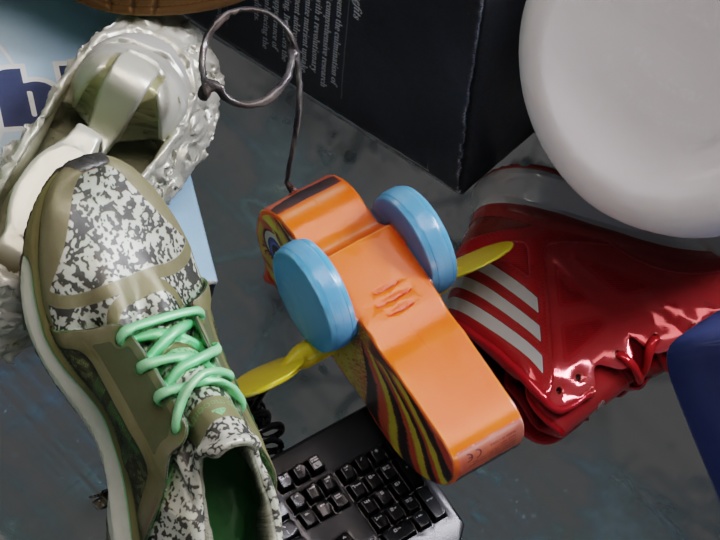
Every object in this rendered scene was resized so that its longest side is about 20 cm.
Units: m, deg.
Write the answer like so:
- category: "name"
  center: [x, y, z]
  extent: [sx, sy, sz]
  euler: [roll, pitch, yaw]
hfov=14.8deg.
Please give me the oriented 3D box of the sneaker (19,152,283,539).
- category: "sneaker"
  center: [-0.063, 0.049, 1.036]
  extent: [0.077, 0.088, 0.201]
  euler: [-21, 96, -32]

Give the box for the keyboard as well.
- category: "keyboard"
  center: [-0.056, 0.107, 1.096]
  extent: [0.199, 0.040, 0.104]
  euler: [-28, 69, -30]

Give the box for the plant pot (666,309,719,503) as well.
- category: "plant pot"
  center: [0.270, 0.070, 1.084]
  extent: [0.199, 0.180, 0.201]
  euler: [-26, 95, -27]

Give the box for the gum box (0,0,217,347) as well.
- category: "gum box"
  center: [-0.165, -0.061, 1.176]
  extent: [0.169, 0.045, 0.201]
  euler: [-5, 59, -19]

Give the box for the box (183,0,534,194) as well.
- category: "box"
  center: [0.035, -0.170, 1.236]
  extent: [0.196, 0.124, 0.200]
  euler: [34, 53, 22]

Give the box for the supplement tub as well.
- category: "supplement tub"
  center: [0.165, -0.092, 1.153]
  extent: [0.145, 0.145, 0.200]
  euler: [45, 23, 16]

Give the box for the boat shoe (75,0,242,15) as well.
- category: "boat shoe"
  center: [-0.131, -0.155, 1.175]
  extent: [0.199, 0.073, 0.072]
  euler: [5, 22, 5]

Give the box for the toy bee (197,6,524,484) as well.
- category: "toy bee"
  center: [0.000, 0.000, 1.145]
  extent: [0.130, 0.109, 0.201]
  euler: [-7, 74, -13]

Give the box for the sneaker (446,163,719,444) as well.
- category: "sneaker"
  center: [0.129, 0.038, 1.185]
  extent: [0.199, 0.079, 0.116]
  euler: [16, 62, 10]

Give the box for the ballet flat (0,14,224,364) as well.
- category: "ballet flat"
  center: [-0.107, -0.046, 1.115]
  extent: [0.071, 0.072, 0.200]
  euler: [27, 53, 4]
